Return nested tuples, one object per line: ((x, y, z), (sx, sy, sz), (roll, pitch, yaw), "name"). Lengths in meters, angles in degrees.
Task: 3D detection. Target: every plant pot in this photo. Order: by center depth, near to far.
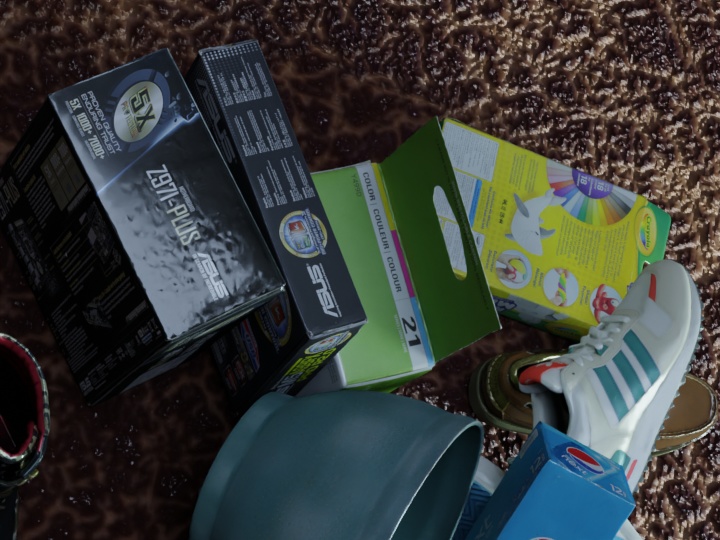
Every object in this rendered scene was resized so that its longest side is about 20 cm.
((-0.025, 0.157, 1.263), (0.134, 0.201, 0.201), (26, 63, 15), "plant pot")

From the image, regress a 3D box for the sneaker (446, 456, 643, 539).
((0.130, 0.184, 1.380), (0.200, 0.076, 0.081), (37, 48, -11), "sneaker")

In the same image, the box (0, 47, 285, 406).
((-0.147, -0.021, 1.241), (0.086, 0.200, 0.164), (-25, 85, -26), "box")

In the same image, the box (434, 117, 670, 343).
((0.130, -0.022, 1.449), (0.199, 0.048, 0.118), (20, 68, -14), "box")

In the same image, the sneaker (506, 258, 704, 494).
((0.163, 0.069, 1.347), (0.093, 0.070, 0.201), (29, 72, -18), "sneaker")

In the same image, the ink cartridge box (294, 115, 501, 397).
((0.000, 0.000, 1.299), (0.075, 0.200, 0.149), (-11, 79, -25), "ink cartridge box")

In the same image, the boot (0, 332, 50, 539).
((-0.232, 0.144, 1.182), (0.073, 0.154, 0.205), (2, 74, -23), "boot")

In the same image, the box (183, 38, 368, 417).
((-0.074, -0.024, 1.286), (0.044, 0.160, 0.201), (-15, 75, -25), "box")

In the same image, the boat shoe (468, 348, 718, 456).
((0.180, 0.094, 1.423), (0.199, 0.068, 0.072), (3, 73, -23), "boat shoe")

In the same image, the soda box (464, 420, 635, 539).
((0.097, 0.205, 1.294), (0.068, 0.064, 0.201), (28, 107, -9), "soda box")
